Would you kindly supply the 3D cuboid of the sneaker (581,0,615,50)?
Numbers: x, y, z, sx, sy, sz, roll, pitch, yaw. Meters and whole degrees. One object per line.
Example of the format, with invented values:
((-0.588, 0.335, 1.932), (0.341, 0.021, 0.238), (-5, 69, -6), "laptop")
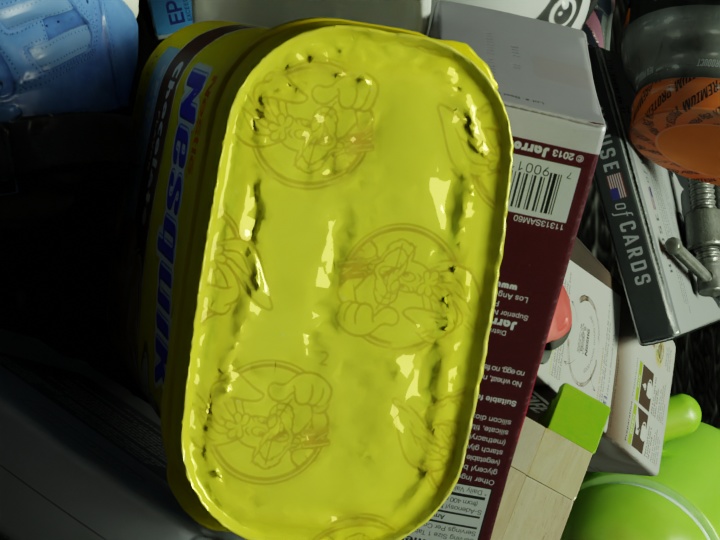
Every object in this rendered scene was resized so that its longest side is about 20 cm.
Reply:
((0.106, -0.092, 1.097), (0.082, 0.070, 0.200), (47, 52, -49), "sneaker")

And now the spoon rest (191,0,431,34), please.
((-0.028, -0.078, 0.770), (0.061, 0.099, 0.200), (-53, 168, -36), "spoon rest")

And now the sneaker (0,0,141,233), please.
((-0.130, -0.068, 0.625), (0.200, 0.077, 0.111), (25, 60, -68), "sneaker")

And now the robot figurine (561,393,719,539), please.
((0.180, 0.163, 1.214), (0.200, 0.116, 0.176), (-33, 112, -57), "robot figurine")

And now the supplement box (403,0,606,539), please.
((0.033, 0.016, 0.722), (0.109, 0.061, 0.200), (-84, -173, -66), "supplement box")

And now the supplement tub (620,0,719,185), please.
((0.198, -0.149, 0.978), (0.123, 0.122, 0.200), (41, 58, -57), "supplement tub")

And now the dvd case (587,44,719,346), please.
((0.156, -0.040, 1.063), (0.200, 0.025, 0.151), (-6, 80, -71), "dvd case")

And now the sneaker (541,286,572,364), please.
((0.000, 0.000, 0.820), (0.200, 0.071, 0.098), (-10, 117, -26), "sneaker")

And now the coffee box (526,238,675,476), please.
((0.073, 0.039, 0.998), (0.200, 0.113, 0.080), (39, 58, -59), "coffee box")

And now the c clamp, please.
((0.188, -0.071, 1.081), (0.171, 0.027, 0.200), (47, 39, -60), "c clamp")

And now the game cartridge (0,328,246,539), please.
((-0.072, 0.072, 0.633), (0.133, 0.200, 0.042), (16, 103, -60), "game cartridge")

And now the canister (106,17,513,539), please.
((-0.028, -0.008, 0.641), (0.200, 0.086, 0.149), (-149, -113, -74), "canister")

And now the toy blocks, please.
((0.032, 0.154, 0.911), (0.200, 0.100, 0.137), (-66, -171, -27), "toy blocks")

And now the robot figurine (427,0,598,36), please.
((0.072, -0.174, 0.962), (0.200, 0.125, 0.150), (-60, 137, -43), "robot figurine")

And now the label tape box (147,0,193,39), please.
((-0.006, -0.190, 0.806), (0.066, 0.200, 0.144), (-118, -166, -64), "label tape box")
